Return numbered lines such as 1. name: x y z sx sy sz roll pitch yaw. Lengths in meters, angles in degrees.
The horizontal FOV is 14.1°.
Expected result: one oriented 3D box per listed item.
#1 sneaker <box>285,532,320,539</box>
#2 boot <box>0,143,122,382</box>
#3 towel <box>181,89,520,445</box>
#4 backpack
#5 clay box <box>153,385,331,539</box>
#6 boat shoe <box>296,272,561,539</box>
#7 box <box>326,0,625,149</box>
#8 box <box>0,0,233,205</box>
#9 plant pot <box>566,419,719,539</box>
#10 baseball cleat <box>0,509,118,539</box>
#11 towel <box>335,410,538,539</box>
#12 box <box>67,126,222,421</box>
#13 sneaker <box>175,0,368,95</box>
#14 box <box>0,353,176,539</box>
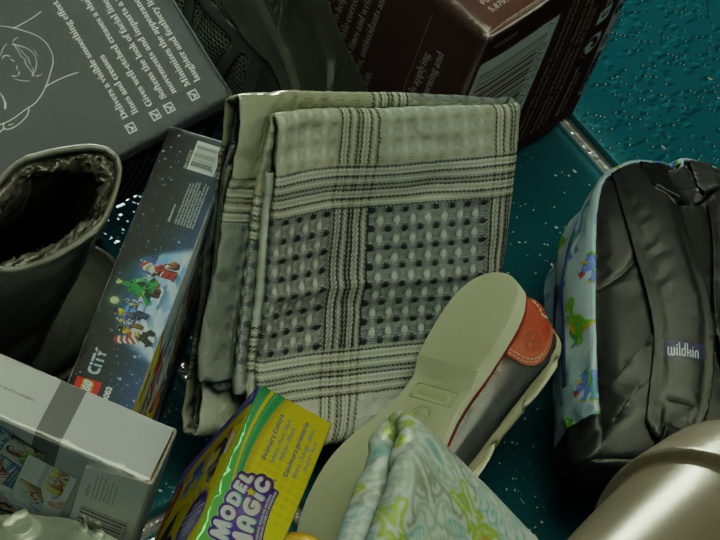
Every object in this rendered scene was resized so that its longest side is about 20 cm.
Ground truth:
1. sneaker: -0.044 0.218 1.440 0.077 0.082 0.201 7 50 -13
2. boot: -0.163 -0.004 1.505 0.072 0.200 0.182 32 49 9
3. towel: 0.000 0.000 1.554 0.199 0.194 0.034 -3 18 -36
4. backpack: 0.175 0.034 1.642 0.162 0.154 0.201 2 72 -15
5. clay box: -0.085 0.166 1.431 0.047 0.115 0.201 29 55 -8
6. boat shoe: 0.039 0.096 1.560 0.071 0.063 0.200 19 68 44
7. box: 0.034 -0.176 1.740 0.200 0.166 0.164 42 51 17
8. box: -0.196 -0.094 1.584 0.199 0.107 0.149 -28 82 -22
9. plant pot: 0.146 0.196 1.411 0.173 0.200 0.200 -24 62 -36
10. baseball cleat: -0.190 0.165 1.410 0.199 0.107 0.070 7 43 13
11. towel: 0.047 0.195 1.455 0.171 0.048 0.201 49 40 -28
12. box: -0.118 0.042 1.524 0.037 0.137 0.201 17 47 1
13. sneaker: -0.058 -0.101 1.696 0.076 0.114 0.200 -30 104 -39
14. box: -0.202 0.099 1.437 0.199 0.156 0.041 22 46 1
